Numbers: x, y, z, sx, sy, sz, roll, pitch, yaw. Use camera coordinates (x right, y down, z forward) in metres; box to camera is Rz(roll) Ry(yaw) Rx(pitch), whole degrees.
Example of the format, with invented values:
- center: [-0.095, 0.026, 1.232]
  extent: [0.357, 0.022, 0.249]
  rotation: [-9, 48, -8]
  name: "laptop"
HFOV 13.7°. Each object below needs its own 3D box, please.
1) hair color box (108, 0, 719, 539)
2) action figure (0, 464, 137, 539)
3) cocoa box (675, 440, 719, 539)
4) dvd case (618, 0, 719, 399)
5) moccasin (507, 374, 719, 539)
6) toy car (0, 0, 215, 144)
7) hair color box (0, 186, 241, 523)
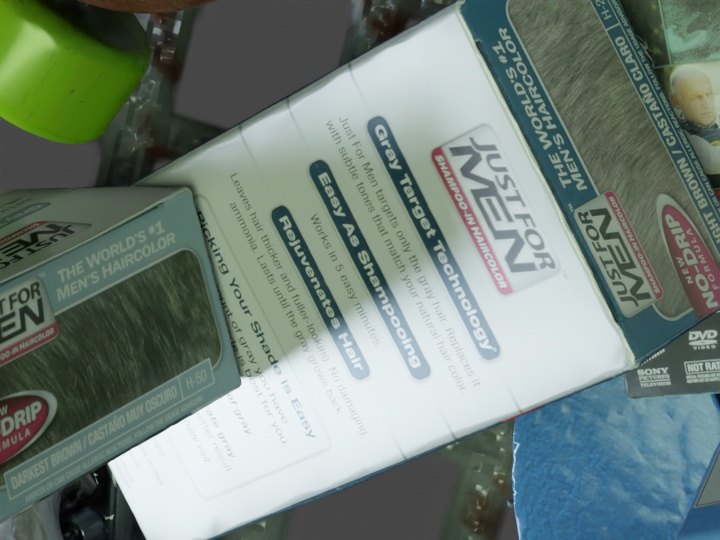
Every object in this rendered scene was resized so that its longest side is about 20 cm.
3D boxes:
- center: [0.000, 0.000, 0.801]
  extent: [0.200, 0.060, 0.100]
  rotation: [-25, 92, 46]
  name: "hair color box"
- center: [-0.129, 0.135, 0.905]
  extent: [0.193, 0.105, 0.201]
  rotation: [3, 107, 22]
  name: "action figure"
- center: [0.181, 0.094, 0.698]
  extent: [0.133, 0.131, 0.200]
  rotation: [-13, 115, 31]
  name: "cocoa box"
- center: [0.117, -0.069, 0.749]
  extent: [0.146, 0.022, 0.201]
  rotation: [-6, 104, 28]
  name: "dvd case"
- center: [0.091, 0.095, 0.860]
  extent: [0.080, 0.068, 0.201]
  rotation: [-7, 106, 23]
  name: "moccasin"
- center: [-0.077, -0.103, 0.678]
  extent: [0.158, 0.200, 0.164]
  rotation: [33, 109, -13]
  name: "toy car"
- center: [-0.141, 0.021, 0.824]
  extent: [0.200, 0.099, 0.061]
  rotation: [0, 111, 43]
  name: "hair color box"
